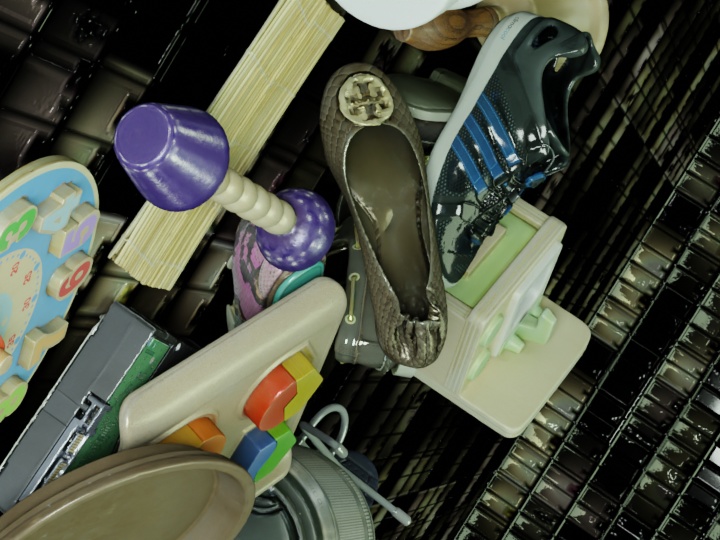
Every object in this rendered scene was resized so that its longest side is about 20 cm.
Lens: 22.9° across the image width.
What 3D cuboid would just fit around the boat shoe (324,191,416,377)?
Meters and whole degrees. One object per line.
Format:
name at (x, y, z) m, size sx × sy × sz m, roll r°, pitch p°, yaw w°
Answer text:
boat shoe at (0.001, -0.003, 1.244) m, size 0.203 × 0.060 × 0.073 m, roll -103°, pitch -158°, yaw -54°

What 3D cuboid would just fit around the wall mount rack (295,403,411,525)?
wall mount rack at (-0.041, 0.233, 1.647) m, size 0.201 × 0.074 × 0.174 m, roll -54°, pitch 144°, yaw -13°

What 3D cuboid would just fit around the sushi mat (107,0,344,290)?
sushi mat at (-0.076, -0.079, 1.034) m, size 0.201 × 0.012 × 0.096 m, roll -57°, pitch 166°, yaw -3°

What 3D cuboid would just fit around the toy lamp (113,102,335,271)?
toy lamp at (-0.075, -0.046, 0.980) m, size 0.059 × 0.058 × 0.200 m, roll -56°, pitch 156°, yaw -1°

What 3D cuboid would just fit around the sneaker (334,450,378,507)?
sneaker at (-0.059, 0.257, 1.720) m, size 0.201 × 0.074 × 0.082 m, roll -51°, pitch -177°, yaw -13°

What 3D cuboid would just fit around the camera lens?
camera lens at (-0.078, 0.211, 1.365) m, size 0.161 × 0.159 × 0.200 m, roll -57°, pitch 166°, yaw 1°

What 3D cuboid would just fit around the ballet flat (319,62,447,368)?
ballet flat at (0.019, -0.036, 1.142) m, size 0.067 × 0.202 × 0.046 m, roll -10°, pitch 178°, yaw -13°

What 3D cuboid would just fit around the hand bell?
hand bell at (0.085, -0.177, 1.277) m, size 0.199 × 0.104 × 0.105 m, roll -15°, pitch 138°, yaw -51°

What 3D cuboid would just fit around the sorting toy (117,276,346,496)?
sorting toy at (-0.090, 0.113, 1.143) m, size 0.184 × 0.036 × 0.201 m, roll -32°, pitch 153°, yaw -35°

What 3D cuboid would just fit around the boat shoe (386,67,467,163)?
boat shoe at (0.052, -0.105, 1.295) m, size 0.061 × 0.071 × 0.201 m, roll -65°, pitch 167°, yaw 15°

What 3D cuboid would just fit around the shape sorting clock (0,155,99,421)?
shape sorting clock at (-0.185, 0.036, 0.856) m, size 0.201 × 0.039 × 0.200 m, roll -52°, pitch 166°, yaw -19°

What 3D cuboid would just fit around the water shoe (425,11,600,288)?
water shoe at (0.098, -0.079, 1.205) m, size 0.071 × 0.078 × 0.202 m, roll 27°, pitch 83°, yaw -58°

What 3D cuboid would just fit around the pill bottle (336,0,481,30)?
pill bottle at (0.060, -0.214, 0.993) m, size 0.200 × 0.113 × 0.114 m, roll -42°, pitch 160°, yaw -46°

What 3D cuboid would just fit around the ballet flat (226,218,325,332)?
ballet flat at (-0.062, 0.029, 1.198) m, size 0.069 × 0.071 × 0.201 m, roll -30°, pitch 152°, yaw -23°

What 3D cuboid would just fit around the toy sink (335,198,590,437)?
toy sink at (0.082, 0.009, 1.387) m, size 0.130 × 0.199 × 0.112 m, roll -46°, pitch 163°, yaw -33°

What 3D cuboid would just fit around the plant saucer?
plant saucer at (-0.155, 0.164, 1.055) m, size 0.199 × 0.030 × 0.201 m, roll -25°, pitch 154°, yaw -13°

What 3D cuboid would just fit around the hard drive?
hard drive at (-0.152, 0.098, 1.115) m, size 0.140 × 0.038 × 0.200 m, roll -57°, pitch 167°, yaw -2°
